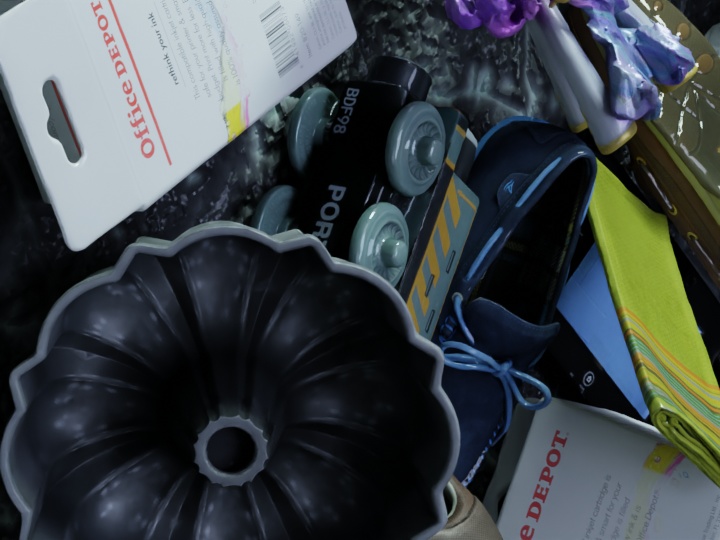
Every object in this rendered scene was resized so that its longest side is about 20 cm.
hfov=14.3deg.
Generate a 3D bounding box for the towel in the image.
[{"bbox_3d":[0.150,0.021,1.434,0.086,0.018,0.201,42,23,-39],"label":"towel"}]

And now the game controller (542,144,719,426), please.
[{"bbox_3d":[0.141,0.024,1.560,0.200,0.042,0.105,50,59,-38],"label":"game controller"}]

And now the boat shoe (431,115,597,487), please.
[{"bbox_3d":[0.062,0.021,1.439,0.084,0.069,0.201,10,95,-36],"label":"boat shoe"}]

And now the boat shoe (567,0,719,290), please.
[{"bbox_3d":[0.169,-0.067,1.533,0.072,0.068,0.200,-33,88,-41],"label":"boat shoe"}]

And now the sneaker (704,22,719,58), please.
[{"bbox_3d":[0.220,-0.036,1.627,0.099,0.078,0.201,-42,115,-28],"label":"sneaker"}]

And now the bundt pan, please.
[{"bbox_3d":[-0.058,0.068,1.266,0.201,0.076,0.203,-1,105,-4],"label":"bundt pan"}]

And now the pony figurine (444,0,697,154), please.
[{"bbox_3d":[0.076,-0.154,1.347,0.166,0.193,0.200,-35,100,2],"label":"pony figurine"}]

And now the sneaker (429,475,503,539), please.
[{"bbox_3d":[-0.018,0.161,1.390,0.199,0.070,0.076,-19,79,-32],"label":"sneaker"}]

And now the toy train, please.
[{"bbox_3d":[0.000,0.000,1.380,0.114,0.085,0.201,42,62,-55],"label":"toy train"}]

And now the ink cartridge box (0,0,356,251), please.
[{"bbox_3d":[-0.099,-0.106,1.262,0.200,0.067,0.117,-41,123,-39],"label":"ink cartridge box"}]

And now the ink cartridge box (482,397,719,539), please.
[{"bbox_3d":[0.159,0.152,1.482,0.125,0.199,0.129,16,95,-63],"label":"ink cartridge box"}]
